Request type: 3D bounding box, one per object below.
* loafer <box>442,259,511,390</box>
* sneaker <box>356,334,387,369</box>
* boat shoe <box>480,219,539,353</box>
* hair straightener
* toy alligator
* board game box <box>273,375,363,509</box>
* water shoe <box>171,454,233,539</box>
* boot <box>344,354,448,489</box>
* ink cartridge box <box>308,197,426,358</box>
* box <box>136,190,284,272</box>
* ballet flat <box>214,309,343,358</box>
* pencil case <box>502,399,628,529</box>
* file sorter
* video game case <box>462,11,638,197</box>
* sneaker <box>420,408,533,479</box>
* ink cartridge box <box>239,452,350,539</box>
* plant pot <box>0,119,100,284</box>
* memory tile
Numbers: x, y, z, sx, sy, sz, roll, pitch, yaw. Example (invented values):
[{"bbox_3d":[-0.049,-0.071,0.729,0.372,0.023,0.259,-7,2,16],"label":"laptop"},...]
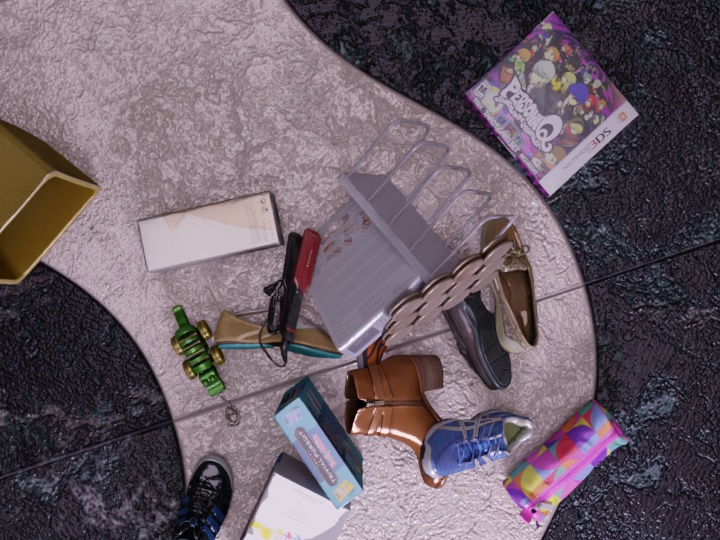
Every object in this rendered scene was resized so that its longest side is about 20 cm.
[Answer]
[{"bbox_3d":[0.162,0.085,1.474,0.062,0.071,0.203,-22,91,42],"label":"loafer"},{"bbox_3d":[0.050,0.067,1.458,0.109,0.078,0.205,4,92,1],"label":"sneaker"},{"bbox_3d":[0.226,0.018,1.451,0.072,0.063,0.204,-11,87,-21],"label":"boat shoe"},{"bbox_3d":[-0.107,0.040,1.441,0.041,0.076,0.204,22,70,-43],"label":"hair straightener"},{"bbox_3d":[-0.231,0.144,1.472,0.058,0.054,0.203,-27,92,1],"label":"toy alligator"},{"bbox_3d":[-0.056,0.237,1.402,0.047,0.200,0.152,-34,91,1],"label":"board game box"},{"bbox_3d":[-0.238,0.377,1.467,0.070,0.079,0.204,16,92,-1],"label":"water shoe"},{"bbox_3d":[0.053,0.224,1.428,0.153,0.076,0.205,-6,98,-31],"label":"boot"},{"bbox_3d":[0.000,0.000,1.423,0.160,0.047,0.202,-42,47,15],"label":"ink cartridge box"},{"bbox_3d":[-0.216,-0.055,1.447,0.196,0.095,0.079,-12,91,-1],"label":"box"},{"bbox_3d":[-0.118,0.090,1.467,0.195,0.069,0.064,6,78,-1],"label":"ballet flat"},{"bbox_3d":[0.300,0.284,1.462,0.088,0.088,0.200,45,91,-1],"label":"pencil case"},{"bbox_3d":[0.096,-0.099,1.379,0.125,0.138,0.201,-48,72,21],"label":"file sorter"},{"bbox_3d":[0.280,-0.244,1.468,0.181,0.036,0.201,-41,91,0],"label":"video game case"},{"bbox_3d":[0.165,0.241,1.414,0.198,0.076,0.077,-18,95,-38],"label":"sneaker"},{"bbox_3d":[-0.109,0.394,1.443,0.123,0.129,0.203,25,92,-1],"label":"ink cartridge box"},{"bbox_3d":[-0.528,-0.122,1.403,0.200,0.194,0.196,42,91,5],"label":"plant pot"},{"bbox_3d":[0.116,0.028,1.351,0.198,0.154,0.017,-31,73,-14],"label":"memory tile"}]
